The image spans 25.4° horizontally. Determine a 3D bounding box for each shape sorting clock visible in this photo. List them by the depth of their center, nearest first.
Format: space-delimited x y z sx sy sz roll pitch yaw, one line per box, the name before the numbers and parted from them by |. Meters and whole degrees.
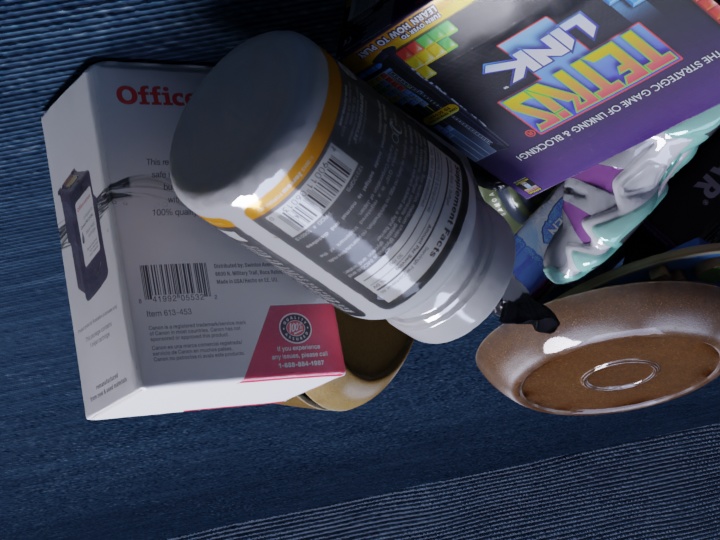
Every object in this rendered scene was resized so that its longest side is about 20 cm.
shape sorting clock | 0.210 0.031 1.161 0.199 0.039 0.200 -16 161 -6

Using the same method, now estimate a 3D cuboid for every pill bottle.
pill bottle | -0.005 -0.041 0.930 0.116 0.117 0.200 -23 138 34

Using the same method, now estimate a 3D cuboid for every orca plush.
orca plush | 0.060 -0.023 1.084 0.105 0.200 0.071 -30 153 -33

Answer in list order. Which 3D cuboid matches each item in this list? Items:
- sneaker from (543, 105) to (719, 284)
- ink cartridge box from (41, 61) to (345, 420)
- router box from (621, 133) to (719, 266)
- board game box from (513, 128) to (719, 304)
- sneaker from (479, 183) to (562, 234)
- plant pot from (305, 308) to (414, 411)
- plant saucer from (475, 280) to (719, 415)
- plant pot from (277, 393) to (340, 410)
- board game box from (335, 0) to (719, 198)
sneaker | 0.148 -0.099 1.031 0.200 0.140 0.078 -53 171 22
ink cartridge box | -0.104 -0.019 0.988 0.144 0.201 0.084 -2 164 -34
router box | 0.288 -0.069 1.212 0.200 0.051 0.149 -43 165 -10
board game box | 0.189 -0.053 1.175 0.199 0.043 0.200 -49 165 8
sneaker | 0.112 -0.083 1.176 0.090 0.067 0.200 23 138 0
plant pot | 0.000 0.000 1.139 0.027 0.201 0.200 0 172 29
plant saucer | 0.183 0.062 1.138 0.199 0.032 0.200 -5 154 -3
plant pot | -0.108 0.010 1.186 0.199 0.187 0.186 -3 171 29
board game box | 0.112 -0.134 0.897 0.165 0.057 0.200 32 141 -29
